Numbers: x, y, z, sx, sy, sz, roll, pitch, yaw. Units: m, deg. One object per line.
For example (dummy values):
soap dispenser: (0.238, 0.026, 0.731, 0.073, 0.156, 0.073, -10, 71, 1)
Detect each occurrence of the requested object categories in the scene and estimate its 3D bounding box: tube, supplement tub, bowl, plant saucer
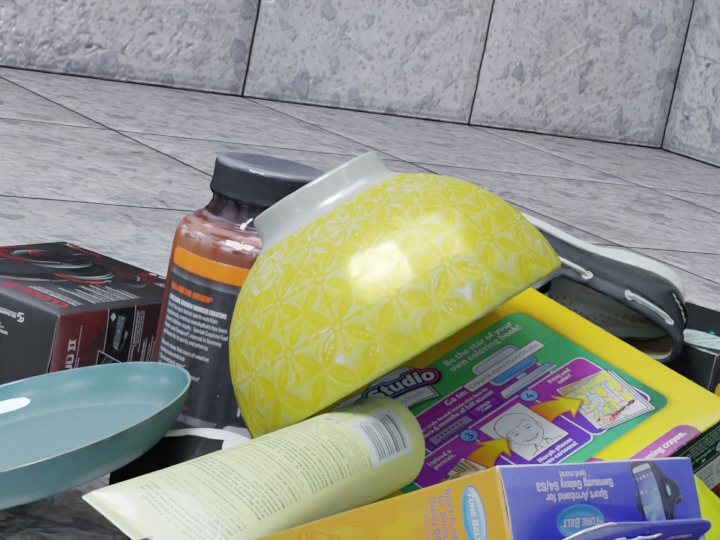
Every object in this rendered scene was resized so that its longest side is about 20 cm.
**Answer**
tube: (-0.043, 0.106, 0.931, 0.058, 0.052, 0.200, -13, 2, 35)
supplement tub: (-0.072, 0.032, 1.178, 0.106, 0.202, 0.107, 10, 12, -2)
bowl: (0.000, 0.000, 1.059, 0.199, 0.108, 0.200, -31, -1, 0)
plant saucer: (-0.186, 0.094, 1.045, 0.199, 0.028, 0.200, -12, 12, 3)

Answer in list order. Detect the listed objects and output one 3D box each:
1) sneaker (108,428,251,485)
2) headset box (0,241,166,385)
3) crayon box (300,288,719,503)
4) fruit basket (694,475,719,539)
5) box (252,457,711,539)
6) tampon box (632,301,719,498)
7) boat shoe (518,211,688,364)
sneaker: (-0.074, 0.136, 0.983, 0.199, 0.074, 0.112, 19, 13, 30)
headset box: (-0.220, 0.038, 1.327, 0.148, 0.076, 0.200, 18, 12, 29)
crayon box: (0.080, 0.105, 1.069, 0.199, 0.059, 0.172, -30, 41, -30)
fruit basket: (0.189, 0.141, 0.932, 0.215, 0.156, 0.216, 27, -19, 10)
box: (0.050, 0.113, 0.813, 0.118, 0.042, 0.199, 3, -20, -42)
tampon box: (0.181, 0.082, 1.383, 0.199, 0.127, 0.150, 18, 13, 28)
boat shoe: (0.119, 0.012, 1.249, 0.198, 0.076, 0.061, 10, 39, -1)
